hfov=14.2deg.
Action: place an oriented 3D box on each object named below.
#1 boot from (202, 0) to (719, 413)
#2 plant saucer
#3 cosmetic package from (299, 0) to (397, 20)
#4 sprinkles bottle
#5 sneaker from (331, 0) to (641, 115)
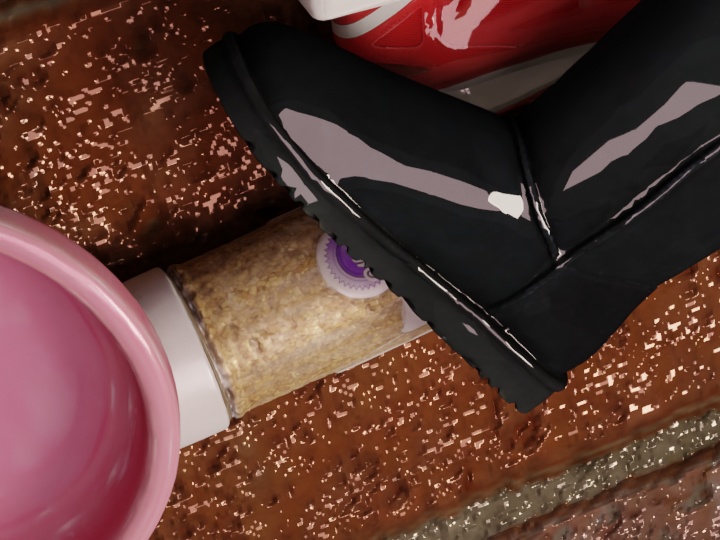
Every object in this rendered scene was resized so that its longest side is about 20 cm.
[{"bbox_3d":[0.064,-0.061,1.042,0.168,0.077,0.200,-41,116,12],"label":"boot"},{"bbox_3d":[-0.166,0.049,1.074,0.199,0.051,0.201,-1,124,-2],"label":"plant saucer"},{"bbox_3d":[0.018,-0.222,0.945,0.164,0.165,0.201,-18,126,-13],"label":"cosmetic package"},{"bbox_3d":[0.000,0.000,1.132,0.199,0.068,0.068,-25,126,-9],"label":"sprinkles bottle"},{"bbox_3d":[0.077,-0.134,1.079,0.199,0.078,0.116,-28,128,-7],"label":"sneaker"}]
